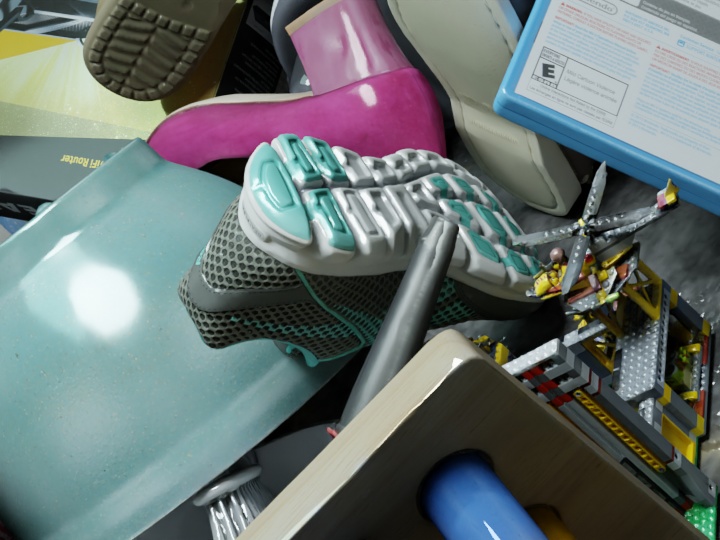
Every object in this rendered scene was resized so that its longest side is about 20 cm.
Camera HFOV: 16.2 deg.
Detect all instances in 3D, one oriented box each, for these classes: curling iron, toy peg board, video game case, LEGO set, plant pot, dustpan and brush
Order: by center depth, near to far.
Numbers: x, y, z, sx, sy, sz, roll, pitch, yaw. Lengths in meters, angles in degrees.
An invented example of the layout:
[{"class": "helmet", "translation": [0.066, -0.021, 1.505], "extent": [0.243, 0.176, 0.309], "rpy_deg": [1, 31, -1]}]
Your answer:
[{"class": "toy peg board", "translation": [0.035, 0.157, 0.809], "extent": [0.200, 0.199, 0.098], "rpy_deg": [-46, 44, 5]}, {"class": "LEGO set", "translation": [0.055, 0.060, 0.961], "extent": [0.153, 0.116, 0.201], "rpy_deg": [-22, 38, 40]}, {"class": "curling iron", "translation": [-0.010, 0.071, 0.983], "extent": [0.050, 0.025, 0.201], "rpy_deg": [31, 100, 46]}, {"class": "video game case", "translation": [0.150, -0.115, 1.032], "extent": [0.018, 0.143, 0.201], "rpy_deg": [116, 178, -60]}, {"class": "dustpan and brush", "translation": [-0.052, 0.097, 1.117], "extent": [0.139, 0.057, 0.200], "rpy_deg": [-30, 0, 5]}, {"class": "plant pot", "translation": [-0.106, 0.026, 1.137], "extent": [0.200, 0.134, 0.200], "rpy_deg": [-37, 5, 4]}]

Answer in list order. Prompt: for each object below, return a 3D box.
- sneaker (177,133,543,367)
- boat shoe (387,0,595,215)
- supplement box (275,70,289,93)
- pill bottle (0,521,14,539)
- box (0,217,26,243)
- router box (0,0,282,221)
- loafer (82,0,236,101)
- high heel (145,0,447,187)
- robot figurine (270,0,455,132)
[{"class": "sneaker", "translation": [0.000, 0.000, 1.051], "extent": [0.091, 0.200, 0.078], "rpy_deg": [-46, 57, 25]}, {"class": "boat shoe", "translation": [0.066, -0.098, 1.075], "extent": [0.072, 0.200, 0.060], "rpy_deg": [28, 73, 32]}, {"class": "supplement box", "translation": [-0.078, -0.116, 1.408], "extent": [0.200, 0.073, 0.126], "rpy_deg": [-46, 29, 4]}, {"class": "pill bottle", "translation": [-0.193, 0.094, 1.273], "extent": [0.200, 0.113, 0.113], "rpy_deg": [-47, 28, 3]}, {"class": "box", "translation": [-0.248, -0.106, 1.500], "extent": [0.112, 0.200, 0.102], "rpy_deg": [-28, 34, 32]}, {"class": "router box", "translation": [-0.140, -0.103, 1.335], "extent": [0.199, 0.052, 0.158], "rpy_deg": [9, 75, 32]}, {"class": "loafer", "translation": [-0.072, -0.174, 1.225], "extent": [0.200, 0.076, 0.068], "rpy_deg": [-48, 29, 24]}, {"class": "high heel", "translation": [-0.038, -0.043, 1.166], "extent": [0.067, 0.097, 0.200], "rpy_deg": [-15, -14, -39]}, {"class": "robot figurine", "translation": [0.027, -0.147, 1.253], "extent": [0.149, 0.125, 0.201], "rpy_deg": [-1, 48, 17]}]
